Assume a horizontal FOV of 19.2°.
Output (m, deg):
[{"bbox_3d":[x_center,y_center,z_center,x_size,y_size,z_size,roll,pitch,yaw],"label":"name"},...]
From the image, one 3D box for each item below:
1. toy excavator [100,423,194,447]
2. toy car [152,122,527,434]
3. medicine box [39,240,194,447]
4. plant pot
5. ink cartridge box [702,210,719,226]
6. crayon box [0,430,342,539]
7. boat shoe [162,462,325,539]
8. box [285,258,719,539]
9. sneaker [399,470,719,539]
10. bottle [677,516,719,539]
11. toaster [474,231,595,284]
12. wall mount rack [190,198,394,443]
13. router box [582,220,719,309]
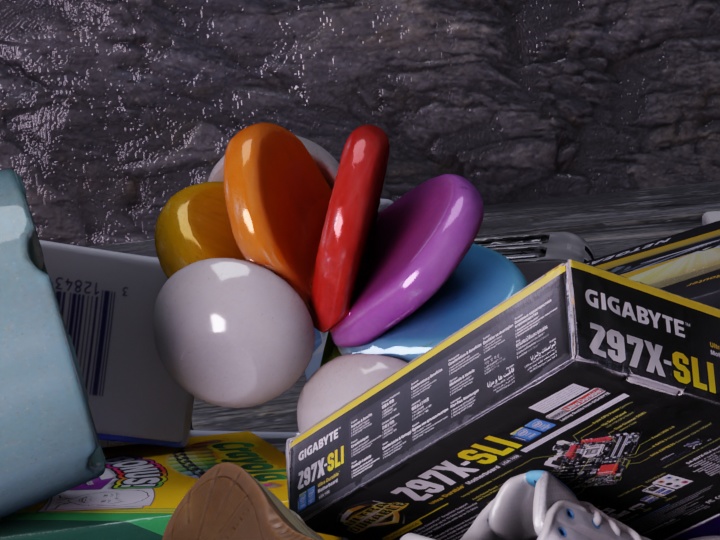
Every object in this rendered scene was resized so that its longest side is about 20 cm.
[{"bbox_3d":[-0.182,0.069,1.443,0.099,0.195,0.200,-7,35,-16],"label":"toy excavator"},{"bbox_3d":[0.000,0.000,1.095,0.150,0.199,0.175,-47,16,34],"label":"toy car"},{"bbox_3d":[-0.208,0.032,1.186,0.181,0.104,0.200,8,-3,-28],"label":"medicine box"},{"bbox_3d":[-0.229,0.051,0.970,0.195,0.201,0.200,-17,8,-8],"label":"plant pot"},{"bbox_3d":[0.291,0.030,1.376,0.124,0.129,0.200,-4,7,6],"label":"ink cartridge box"},{"bbox_3d":[-0.116,0.131,1.092,0.171,0.059,0.200,-7,7,-16],"label":"crayon box"},{"bbox_3d":[-0.018,0.142,0.838,0.064,0.071,0.200,39,6,-30],"label":"boat shoe"},{"bbox_3d":[0.088,0.074,0.916,0.159,0.050,0.200,18,-35,-30],"label":"box"},{"bbox_3d":[0.095,0.123,0.888,0.199,0.087,0.075,-8,6,-38],"label":"sneaker"},{"bbox_3d":[0.219,0.098,1.030,0.199,0.084,0.065,-6,6,-2],"label":"bottle"},{"bbox_3d":[0.079,0.044,1.455,0.199,0.120,0.181,-4,6,8],"label":"toaster"},{"bbox_3d":[-0.042,0.040,1.322,0.173,0.201,0.075,-20,-37,11],"label":"wall mount rack"},{"bbox_3d":[0.165,0.019,1.019,0.199,0.052,0.157,-18,9,30],"label":"router box"}]
